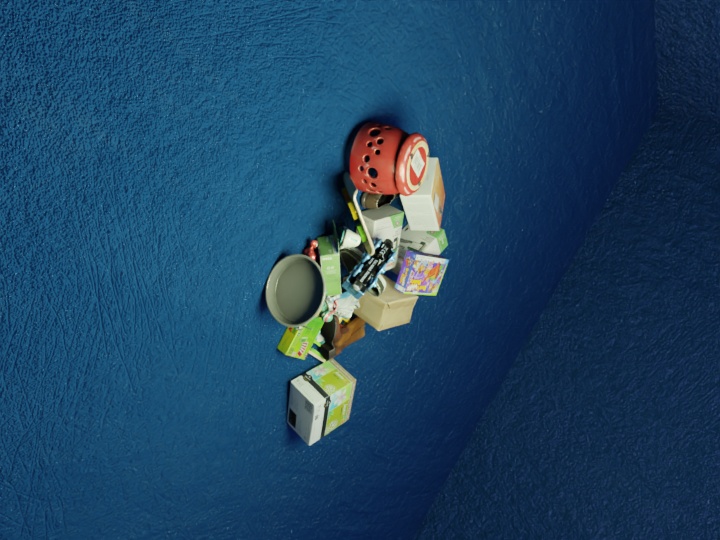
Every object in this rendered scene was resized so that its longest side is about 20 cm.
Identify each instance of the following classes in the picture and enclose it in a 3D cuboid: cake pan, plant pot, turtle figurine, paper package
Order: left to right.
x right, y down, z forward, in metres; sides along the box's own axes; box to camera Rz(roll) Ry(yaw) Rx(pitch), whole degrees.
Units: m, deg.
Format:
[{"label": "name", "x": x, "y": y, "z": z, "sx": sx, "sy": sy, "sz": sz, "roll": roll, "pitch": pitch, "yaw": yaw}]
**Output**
[{"label": "cake pan", "x": -0.176, "y": 0.057, "z": 1.514, "sx": 0.203, "sy": 0.198, "sz": 0.037, "roll": -64, "pitch": 153, "yaw": 5}, {"label": "turtle figurine", "x": -0.146, "y": 0.102, "z": 1.563, "sx": 0.151, "sy": 0.198, "sz": 0.100, "roll": -59, "pitch": 160, "yaw": 7}, {"label": "paper package", "x": 0.061, "y": 0.097, "z": 1.822, "sx": 0.189, "sy": 0.199, "sz": 0.105, "roll": -8, "pitch": 122, "yaw": -48}, {"label": "plant pot", "x": 0.089, "y": -0.315, "z": 1.571, "sx": 0.200, "sy": 0.180, "sz": 0.204, "roll": -37, "pitch": 136, "yaw": -45}]

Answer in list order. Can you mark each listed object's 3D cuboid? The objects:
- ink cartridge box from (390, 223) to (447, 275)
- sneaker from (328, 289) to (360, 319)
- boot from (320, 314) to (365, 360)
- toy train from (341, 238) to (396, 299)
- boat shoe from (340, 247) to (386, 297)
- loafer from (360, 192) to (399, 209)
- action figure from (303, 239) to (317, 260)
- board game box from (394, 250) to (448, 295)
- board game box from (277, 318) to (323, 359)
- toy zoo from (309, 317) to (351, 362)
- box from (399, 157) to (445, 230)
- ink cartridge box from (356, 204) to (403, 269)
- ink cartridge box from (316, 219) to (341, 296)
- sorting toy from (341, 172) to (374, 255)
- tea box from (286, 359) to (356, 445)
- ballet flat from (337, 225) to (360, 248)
[{"label": "ink cartridge box", "x": 0.189, "y": -0.075, "z": 1.908, "sx": 0.200, "sy": 0.145, "sz": 0.085, "roll": -46, "pitch": 140, "yaw": -19}, {"label": "sneaker", "x": -0.065, "y": 0.115, "z": 1.684, "sx": 0.198, "sy": 0.074, "sz": 0.088, "roll": -22, "pitch": 92, "yaw": -45}, {"label": "boot", "x": -0.042, "y": 0.194, "z": 1.837, "sx": 0.198, "sy": 0.068, "sz": 0.192, "roll": -28, "pitch": 132, "yaw": -38}, {"label": "toy train", "x": 0.029, "y": -0.011, "z": 1.617, "sx": 0.201, "sy": 0.086, "sz": 0.114, "roll": -53, "pitch": -174, "yaw": -27}, {"label": "boat shoe", "x": 0.000, "y": 0.000, "z": 1.700, "sx": 0.071, "sy": 0.200, "sz": 0.064, "roll": -45, "pitch": -177, "yaw": 31}, {"label": "loafer", "x": 0.089, "y": -0.242, "z": 1.739, "sx": 0.199, "sy": 0.070, "sz": 0.074, "roll": -35, "pitch": 137, "yaw": -33}, {"label": "action figure", "x": -0.151, "y": 0.004, "z": 1.618, "sx": 0.051, "sy": 0.065, "sz": 0.204, "roll": -6, "pitch": 117, "yaw": -29}, {"label": "board game box", "x": 0.209, "y": 0.011, "z": 1.829, "sx": 0.198, "sy": 0.044, "sz": 0.137, "roll": 5, "pitch": 107, "yaw": -49}, {"label": "board game box", "x": -0.174, "y": 0.176, "z": 1.716, "sx": 0.101, "sy": 0.047, "sz": 0.203, "roll": 27, "pitch": 92, "yaw": -54}, {"label": "toy zoo", "x": -0.103, "y": 0.207, "z": 1.845, "sx": 0.202, "sy": 0.020, "sz": 0.131, "roll": -55, "pitch": 144, "yaw": -8}, {"label": "box", "x": 0.209, "y": -0.249, "z": 1.787, "sx": 0.201, "sy": 0.104, "sz": 0.155, "roll": 61, "pitch": 36, "yaw": -57}, {"label": "ink cartridge box", "x": 0.056, "y": -0.097, "z": 1.772, "sx": 0.145, "sy": 0.084, "sz": 0.204, "roll": -21, "pitch": 127, "yaw": -41}, {"label": "ink cartridge box", "x": -0.095, "y": -0.035, "z": 1.616, "sx": 0.058, "sy": 0.105, "sz": 0.203, "roll": -7, "pitch": 126, "yaw": -7}, {"label": "sorting toy", "x": -0.012, "y": -0.164, "z": 1.567, "sx": 0.036, "sy": 0.186, "sz": 0.203, "roll": -18, "pitch": 119, "yaw": -2}, {"label": "tea box", "x": -0.135, "y": 0.448, "z": 1.859, "sx": 0.195, "sy": 0.133, "sz": 0.203, "roll": -24, "pitch": 136, "yaw": -40}, {"label": "ballet flat", "x": -0.035, "y": -0.092, "z": 1.597, "sx": 0.068, "sy": 0.200, "sz": 0.071, "roll": -1, "pitch": 95, "yaw": -8}]
